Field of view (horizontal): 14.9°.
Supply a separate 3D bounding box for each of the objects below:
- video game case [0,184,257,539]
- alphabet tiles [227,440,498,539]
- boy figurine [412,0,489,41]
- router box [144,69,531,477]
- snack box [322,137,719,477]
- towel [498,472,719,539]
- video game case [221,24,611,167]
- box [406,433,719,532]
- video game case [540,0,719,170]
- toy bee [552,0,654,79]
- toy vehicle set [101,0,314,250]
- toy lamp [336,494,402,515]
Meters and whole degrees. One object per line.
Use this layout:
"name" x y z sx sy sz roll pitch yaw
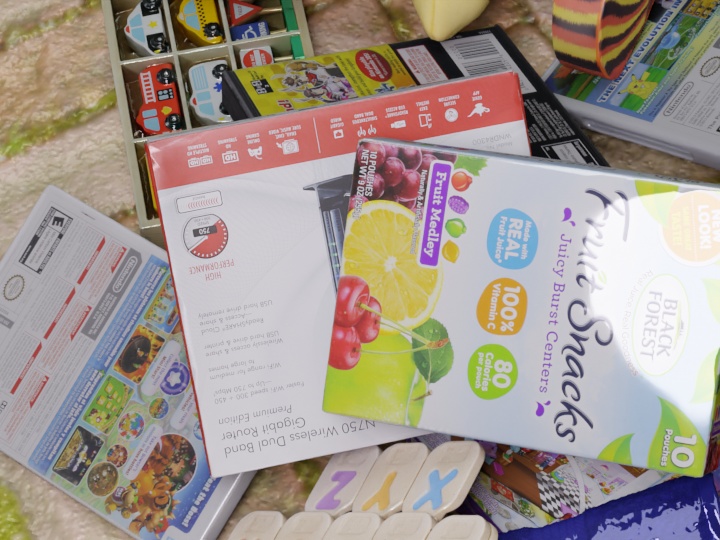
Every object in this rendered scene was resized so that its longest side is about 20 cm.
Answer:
"video game case" -0.134 0.057 1.524 0.199 0.018 0.144 30 85 25
"alphabet tiles" -0.018 0.164 1.387 0.199 0.015 0.196 -5 47 50
"boy figurine" 0.077 -0.212 1.694 0.124 0.065 0.200 19 42 23
"router box" 0.000 0.000 1.450 0.199 0.049 0.181 -12 96 -5
"snack box" 0.088 0.016 1.374 0.199 0.053 0.143 9 95 17
"towel" 0.105 0.198 1.371 0.199 0.050 0.149 -17 70 6
"video game case" 0.035 -0.071 1.581 0.180 0.026 0.200 -11 37 -17
"box" 0.136 0.120 1.472 0.136 0.039 0.200 -32 56 -17
"video game case" 0.220 -0.151 1.621 0.182 0.022 0.200 21 67 46
"toy bee" 0.160 -0.220 1.622 0.130 0.109 0.201 -2 56 22
"toy vehicle set" -0.085 -0.104 1.672 0.123 0.027 0.201 -11 53 -3
"toy lamp" -0.014 0.184 1.428 0.058 0.058 0.201 18 58 18
